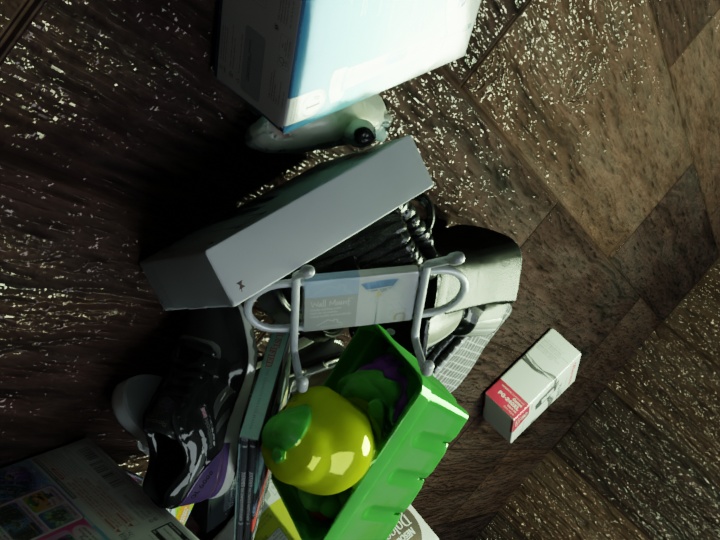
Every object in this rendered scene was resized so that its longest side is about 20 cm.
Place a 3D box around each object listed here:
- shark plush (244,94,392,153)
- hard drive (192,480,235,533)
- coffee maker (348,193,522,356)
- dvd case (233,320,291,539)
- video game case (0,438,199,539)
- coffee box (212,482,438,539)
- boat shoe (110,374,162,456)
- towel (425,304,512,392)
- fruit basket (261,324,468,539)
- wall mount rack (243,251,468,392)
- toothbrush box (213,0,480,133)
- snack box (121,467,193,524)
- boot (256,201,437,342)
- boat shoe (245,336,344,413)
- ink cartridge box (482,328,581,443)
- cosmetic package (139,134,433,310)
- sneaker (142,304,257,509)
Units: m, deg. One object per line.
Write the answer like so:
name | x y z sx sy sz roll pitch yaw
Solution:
shark plush | -0.025 -0.134 0.819 0.083 0.091 0.200 -36 -178 22
hard drive | -0.122 0.235 1.203 0.200 0.033 0.140 -31 151 -32
coffee maker | 0.099 0.001 1.095 0.200 0.135 0.192 -13 137 -53
dvd case | -0.096 0.164 0.941 0.200 0.022 0.146 101 2 -46
video game case | -0.243 0.225 0.785 0.182 0.200 0.024 -15 130 -51
coffee box | -0.058 0.375 1.264 0.200 0.198 0.200 -23 157 -51
boat shoe | -0.189 0.162 0.939 0.065 0.074 0.200 -18 145 20
towel | 0.128 0.093 1.341 0.200 0.086 0.166 -51 157 6
fruit basket | -0.024 0.155 0.896 0.215 0.156 0.216 -11 120 -20
wall mount rack | 0.006 0.027 0.787 0.200 0.075 0.174 -6 139 -11
toothbrush box | 0.002 -0.206 0.681 0.200 0.085 0.147 -30 149 -34
snack box | -0.253 0.277 0.970 0.142 0.053 0.200 -65 160 -16
boot | 0.001 0.002 0.909 0.158 0.080 0.211 -24 169 11
boat shoe | -0.091 0.136 1.071 0.200 0.060 0.074 -29 151 -36
ink cartridge box | 0.343 0.231 1.907 0.200 0.083 0.145 -41 155 -15
cosmetic package | -0.062 -0.037 0.768 0.200 0.052 0.151 -33 -165 -28
sneaker | -0.147 0.113 0.841 0.088 0.076 0.200 -1 96 -61
